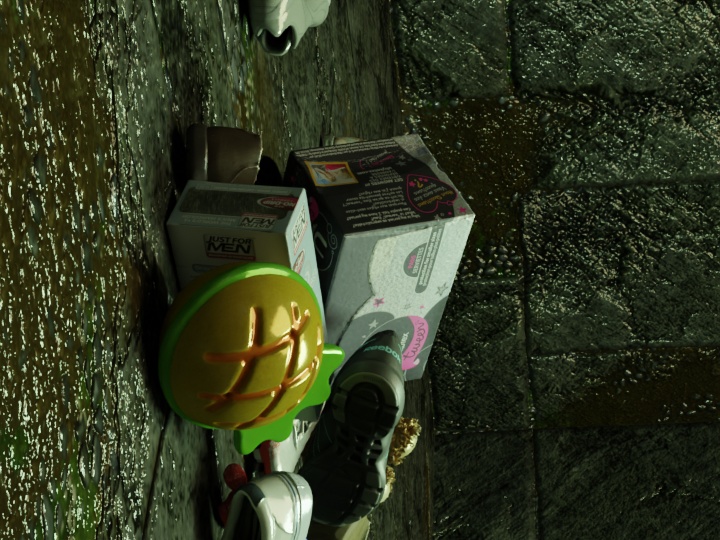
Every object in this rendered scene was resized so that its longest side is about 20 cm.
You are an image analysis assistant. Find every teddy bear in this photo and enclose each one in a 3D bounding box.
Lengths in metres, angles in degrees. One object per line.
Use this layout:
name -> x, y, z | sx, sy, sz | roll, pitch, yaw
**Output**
teddy bear -> -0.019, 0.165, 1.737 | 0.145, 0.067, 0.200 | -55, -144, 12

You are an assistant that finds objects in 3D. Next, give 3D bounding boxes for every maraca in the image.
maraca -> -0.080, 0.068, 1.314 | 0.107, 0.137, 0.200 | 45, -5, 37

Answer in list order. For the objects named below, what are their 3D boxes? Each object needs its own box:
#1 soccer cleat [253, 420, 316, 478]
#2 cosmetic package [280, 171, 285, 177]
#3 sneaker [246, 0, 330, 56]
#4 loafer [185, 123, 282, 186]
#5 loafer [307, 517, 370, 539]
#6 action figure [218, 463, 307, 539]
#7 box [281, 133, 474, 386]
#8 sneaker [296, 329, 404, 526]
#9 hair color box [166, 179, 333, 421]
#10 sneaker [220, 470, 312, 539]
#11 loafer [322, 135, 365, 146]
soccer cleat -> -0.060, 0.130, 1.702 | 0.200, 0.085, 0.069 | -87, 172, -47
cosmetic package -> -0.060, -0.029, 1.701 | 0.200, 0.103, 0.088 | -73, 159, -69
sneaker -> -0.081, -0.264, 1.812 | 0.200, 0.075, 0.092 | 11, 83, -76
loafer -> -0.099, -0.059, 1.458 | 0.200, 0.071, 0.073 | 79, 10, -71
loafer -> -0.036, 0.276, 1.708 | 0.200, 0.076, 0.068 | -53, 142, -67
action figure -> -0.081, 0.221, 1.532 | 0.200, 0.065, 0.052 | 64, 12, -55
box -> 0.000, 0.000, 1.501 | 0.115, 0.132, 0.200 | 58, -34, 37
sneaker -> -0.001, 0.136, 1.472 | 0.079, 0.075, 0.200 | -73, -175, -51
hair color box -> -0.085, 0.026, 1.401 | 0.061, 0.099, 0.200 | -69, 159, -47
sneaker -> -0.095, 0.262, 1.442 | 0.071, 0.073, 0.201 | 0, 102, -43
loafer -> -0.019, -0.089, 2.307 | 0.072, 0.063, 0.201 | 76, 13, -66
